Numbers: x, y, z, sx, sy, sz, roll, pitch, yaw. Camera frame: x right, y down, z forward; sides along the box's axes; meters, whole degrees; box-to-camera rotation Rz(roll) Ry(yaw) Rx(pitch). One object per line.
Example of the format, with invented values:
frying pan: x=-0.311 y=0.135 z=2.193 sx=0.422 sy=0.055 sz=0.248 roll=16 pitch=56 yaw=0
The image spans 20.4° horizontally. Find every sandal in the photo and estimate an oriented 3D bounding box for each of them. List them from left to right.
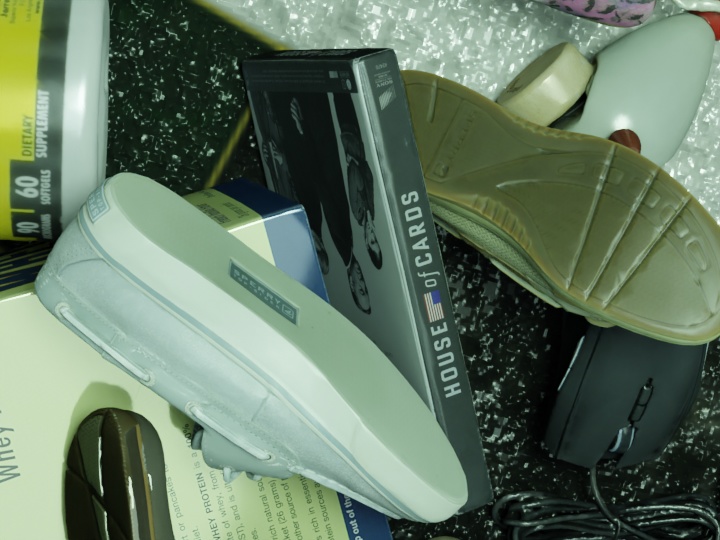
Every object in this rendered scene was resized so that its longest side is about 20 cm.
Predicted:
sandal: x=-0.083 y=0.154 z=0.817 sx=0.054 sy=0.081 sz=0.202 roll=-7 pitch=93 yaw=-36

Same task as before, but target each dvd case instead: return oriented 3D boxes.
dvd case: x=0.000 y=0.000 z=0.908 sx=0.025 sy=0.150 sz=0.202 roll=-17 pitch=102 yaw=-20

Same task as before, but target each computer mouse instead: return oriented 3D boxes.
computer mouse: x=0.155 y=0.067 z=0.980 sx=0.139 sy=0.046 sz=0.202 roll=7 pitch=117 yaw=-17

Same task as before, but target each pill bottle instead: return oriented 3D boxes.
pill bottle: x=-0.209 y=-0.072 z=0.858 sx=0.198 sy=0.114 sz=0.116 roll=2 pitch=97 yaw=-5

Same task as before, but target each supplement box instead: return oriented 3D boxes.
supplement box: x=-0.107 y=0.085 z=0.900 sx=0.198 sy=0.134 sz=0.202 roll=-18 pitch=101 yaw=-12

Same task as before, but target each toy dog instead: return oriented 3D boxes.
toy dog: x=0.158 y=-0.103 z=0.963 sx=0.131 sy=0.096 sz=0.201 roll=28 pitch=90 yaw=-16

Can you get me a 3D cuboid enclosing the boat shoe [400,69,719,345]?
boat shoe: x=0.086 y=-0.025 z=0.921 sx=0.199 sy=0.063 sz=0.074 roll=26 pitch=79 yaw=19

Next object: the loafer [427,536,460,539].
loafer: x=0.081 y=0.226 z=1.002 sx=0.076 sy=0.067 sz=0.201 roll=-38 pitch=105 yaw=-7

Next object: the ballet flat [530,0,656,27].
ballet flat: x=0.055 y=-0.183 z=0.917 sx=0.071 sy=0.069 sz=0.201 roll=-33 pitch=85 yaw=-34

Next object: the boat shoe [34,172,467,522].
boat shoe: x=-0.045 y=0.045 z=0.813 sx=0.200 sy=0.070 sz=0.071 roll=40 pitch=113 yaw=-16
